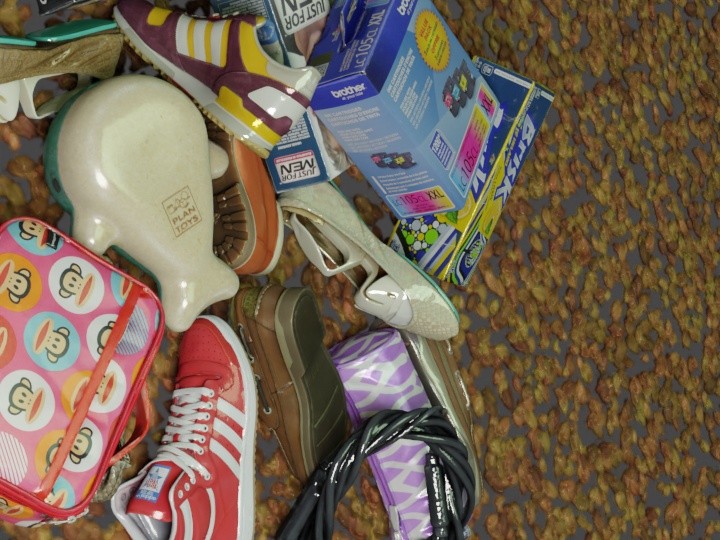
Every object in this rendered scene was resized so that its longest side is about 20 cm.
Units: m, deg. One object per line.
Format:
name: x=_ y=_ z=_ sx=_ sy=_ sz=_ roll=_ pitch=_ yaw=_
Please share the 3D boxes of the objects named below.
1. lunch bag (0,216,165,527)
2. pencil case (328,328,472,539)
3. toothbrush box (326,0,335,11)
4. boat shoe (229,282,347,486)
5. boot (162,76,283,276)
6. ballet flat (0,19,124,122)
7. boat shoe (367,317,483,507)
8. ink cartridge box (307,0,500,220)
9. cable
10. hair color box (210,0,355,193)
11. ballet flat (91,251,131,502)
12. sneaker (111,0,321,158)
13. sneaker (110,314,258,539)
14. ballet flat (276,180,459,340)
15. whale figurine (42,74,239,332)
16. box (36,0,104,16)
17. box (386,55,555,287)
lunch bag: x=-0.230 y=0.080 z=1.350 sx=0.176 sy=0.082 sz=0.201 roll=34 pitch=59 yaw=-23
pencil case: x=0.029 y=0.151 z=1.658 sx=0.085 sy=0.084 sz=0.201 roll=-28 pitch=101 yaw=-31
toothbrush box: x=-0.003 y=-0.210 z=1.707 sx=0.145 sy=0.086 sz=0.201 roll=-32 pitch=107 yaw=-49
boat shoe: x=-0.061 y=0.096 z=1.578 sx=0.072 sy=0.068 sz=0.201 roll=-51 pitch=139 yaw=-52
boot: x=-0.114 y=-0.090 z=1.573 sx=0.107 sy=0.075 sz=0.201 roll=21 pitch=57 yaw=-66
ballet flat: x=-0.258 y=-0.151 z=1.426 sx=0.200 sy=0.068 sz=0.073 roll=-15 pitch=110 yaw=-54
boat shoe: x=0.074 y=0.124 z=1.720 sx=0.072 sy=0.076 sz=0.201 roll=-30 pitch=105 yaw=-50
ink cartridge box: x=0.028 y=-0.160 z=1.596 sx=0.200 sy=0.076 sz=0.137 roll=49 pitch=45 yaw=-33
cable: x=0.026 y=0.204 z=1.583 sx=0.163 sy=0.051 sz=0.200 roll=27 pitch=98 yaw=-27
hair color box: x=-0.058 y=-0.179 z=1.598 sx=0.100 sy=0.060 sz=0.201 roll=-39 pitch=114 yaw=-56
ballet flat: x=-0.199 y=0.077 z=1.437 sx=0.067 sy=0.046 sz=0.201 roll=14 pitch=70 yaw=-47
sneaker: x=-0.113 y=-0.176 z=1.500 sx=0.090 sy=0.200 sz=0.075 roll=-49 pitch=154 yaw=2
sneaker: x=-0.140 y=0.134 z=1.472 sx=0.112 sy=0.071 sz=0.201 roll=3 pitch=81 yaw=-52
ballet flat: x=0.000 y=0.000 z=1.647 sx=0.200 sy=0.067 sz=0.062 roll=45 pitch=55 yaw=5
whale figurine: x=-0.171 y=-0.053 z=1.460 sx=0.159 sy=0.104 sz=0.201 roll=-39 pitch=113 yaw=-34
box: x=-0.212 y=-0.322 z=1.524 sx=0.200 sy=0.050 sz=0.199 roll=-27 pitch=101 yaw=-50
box: x=0.102 y=-0.091 z=1.730 sx=0.201 sy=0.070 sz=0.064 roll=-65 pitch=156 yaw=5
